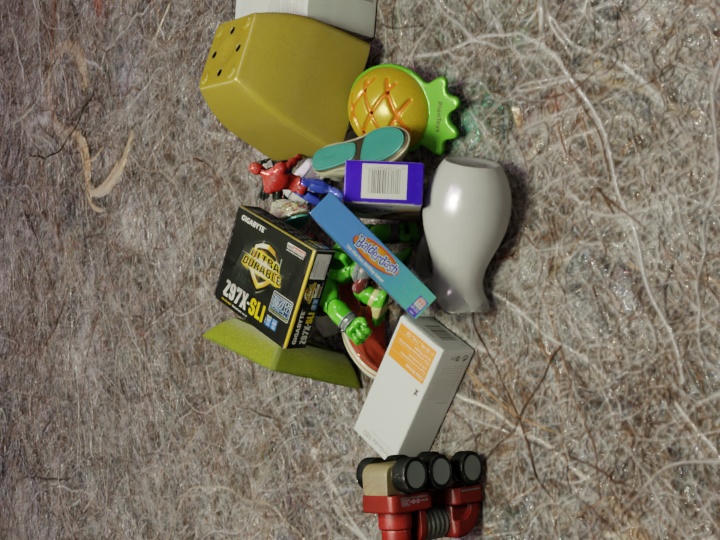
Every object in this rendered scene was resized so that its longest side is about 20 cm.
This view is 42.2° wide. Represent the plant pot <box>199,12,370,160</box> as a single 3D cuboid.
[{"bbox_3d":[-0.138,-0.308,1.495,0.195,0.200,0.195,4,75,50],"label":"plant pot"}]

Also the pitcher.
[{"bbox_3d":[0.132,-0.060,1.319,0.171,0.121,0.201,34,123,56],"label":"pitcher"}]

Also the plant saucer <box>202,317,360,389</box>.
[{"bbox_3d":[-0.121,0.128,1.511,0.199,0.200,0.048,18,89,47],"label":"plant saucer"}]

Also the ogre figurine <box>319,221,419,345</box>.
[{"bbox_3d":[0.000,0.000,1.415,0.120,0.098,0.201,24,95,15],"label":"ogre figurine"}]

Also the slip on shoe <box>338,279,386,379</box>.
[{"bbox_3d":[0.010,0.079,1.464,0.061,0.074,0.201,-37,56,36],"label":"slip on shoe"}]

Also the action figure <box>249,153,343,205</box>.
[{"bbox_3d":[-0.093,-0.146,1.517,0.065,0.199,0.099,-58,29,25],"label":"action figure"}]

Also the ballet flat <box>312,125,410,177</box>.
[{"bbox_3d":[0.013,-0.171,1.398,0.200,0.069,0.070,-2,85,45],"label":"ballet flat"}]

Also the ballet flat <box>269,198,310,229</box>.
[{"bbox_3d":[-0.138,-0.084,1.598,0.200,0.075,0.064,136,121,-62],"label":"ballet flat"}]

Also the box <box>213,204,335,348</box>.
[{"bbox_3d":[-0.136,0.007,1.431,0.200,0.049,0.160,31,111,42],"label":"box"}]

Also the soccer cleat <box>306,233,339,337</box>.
[{"bbox_3d":[-0.078,0.026,1.566,0.087,0.070,0.200,79,175,-46],"label":"soccer cleat"}]

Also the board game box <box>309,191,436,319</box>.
[{"bbox_3d":[0.017,-0.019,1.297,0.045,0.152,0.200,-45,90,0],"label":"board game box"}]

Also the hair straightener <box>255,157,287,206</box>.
[{"bbox_3d":[-0.162,-0.180,1.670,0.041,0.077,0.201,22,103,50],"label":"hair straightener"}]

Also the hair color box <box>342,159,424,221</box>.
[{"bbox_3d":[0.036,-0.112,1.344,0.109,0.200,0.065,3,89,4],"label":"hair color box"}]

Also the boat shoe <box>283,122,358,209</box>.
[{"bbox_3d":[-0.047,-0.178,1.562,0.065,0.074,0.200,49,121,7],"label":"boat shoe"}]

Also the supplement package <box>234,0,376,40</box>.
[{"bbox_3d":[-0.092,-0.468,1.568,0.200,0.150,0.153,3,89,47],"label":"supplement package"}]

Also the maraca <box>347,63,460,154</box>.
[{"bbox_3d":[0.063,-0.241,1.412,0.199,0.107,0.138,14,114,34],"label":"maraca"}]

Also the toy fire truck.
[{"bbox_3d":[0.097,0.350,1.259,0.128,0.176,0.201,-12,78,46],"label":"toy fire truck"}]

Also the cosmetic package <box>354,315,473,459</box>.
[{"bbox_3d":[0.076,0.177,1.377,0.101,0.071,0.201,38,114,43],"label":"cosmetic package"}]
